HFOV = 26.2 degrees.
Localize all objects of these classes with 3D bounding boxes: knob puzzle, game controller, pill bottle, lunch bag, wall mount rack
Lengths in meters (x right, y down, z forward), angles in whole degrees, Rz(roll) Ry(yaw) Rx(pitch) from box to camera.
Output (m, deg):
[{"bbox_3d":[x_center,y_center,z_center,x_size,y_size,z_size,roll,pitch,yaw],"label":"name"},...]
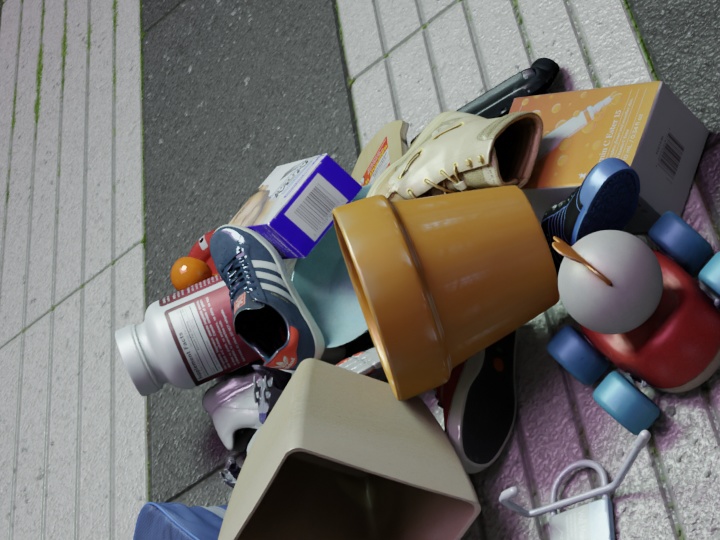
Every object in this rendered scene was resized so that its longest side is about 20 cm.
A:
[{"bbox_3d":[0.017,-0.096,1.888,0.220,0.030,0.220,-59,17,30],"label":"knob puzzle"},{"bbox_3d":[0.145,-0.186,1.824,0.200,0.042,0.104,-29,5,28],"label":"game controller"},{"bbox_3d":[-0.182,0.071,1.831,0.200,0.113,0.113,-23,39,-2],"label":"pill bottle"},{"bbox_3d":[-0.160,0.332,1.670,0.200,0.132,0.136,25,103,55],"label":"lunch bag"},{"bbox_3d":[0.207,0.237,1.392,0.174,0.075,0.200,-27,44,31],"label":"wall mount rack"}]

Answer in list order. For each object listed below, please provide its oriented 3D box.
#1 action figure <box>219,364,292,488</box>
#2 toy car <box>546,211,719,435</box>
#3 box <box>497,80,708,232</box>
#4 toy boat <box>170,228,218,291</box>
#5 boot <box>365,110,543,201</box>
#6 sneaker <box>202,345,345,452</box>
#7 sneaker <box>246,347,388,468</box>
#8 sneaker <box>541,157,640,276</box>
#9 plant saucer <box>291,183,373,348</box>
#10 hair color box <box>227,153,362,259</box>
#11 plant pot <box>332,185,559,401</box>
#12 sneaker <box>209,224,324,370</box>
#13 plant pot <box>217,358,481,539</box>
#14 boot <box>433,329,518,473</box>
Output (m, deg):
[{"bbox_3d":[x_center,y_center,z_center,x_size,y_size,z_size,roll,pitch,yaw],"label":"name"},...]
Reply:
[{"bbox_3d":[-0.095,0.211,1.736,0.130,0.069,0.200,2,75,28],"label":"action figure"},{"bbox_3d":[0.236,0.014,1.440,0.184,0.200,0.177,-48,36,6],"label":"toy car"},{"bbox_3d":[0.243,-0.114,1.626,0.200,0.097,0.125,-1,60,48],"label":"box"},{"bbox_3d":[-0.185,0.023,1.956,0.130,0.131,0.200,-36,39,21],"label":"toy boat"},{"bbox_3d":[0.094,-0.088,1.617,0.200,0.073,0.155,-51,27,-19],"label":"boot"},{"bbox_3d":[-0.093,0.144,1.822,0.200,0.074,0.087,-34,61,23],"label":"sneaker"},{"bbox_3d":[-0.025,0.159,1.671,0.200,0.082,0.077,-37,11,-1],"label":"sneaker"},{"bbox_3d":[0.217,-0.050,1.535,0.070,0.200,0.078,-17,55,-23],"label":"sneaker"},{"bbox_3d":[0.000,0.000,1.752,0.201,0.039,0.201,-29,47,37],"label":"plant saucer"},{"bbox_3d":[-0.082,-0.072,1.814,0.109,0.065,0.200,-51,13,-13],"label":"hair color box"},{"bbox_3d":[0.090,0.005,1.525,0.183,0.200,0.200,-19,40,-3],"label":"plant pot"},{"bbox_3d":[-0.121,0.028,1.722,0.200,0.084,0.075,52,120,23],"label":"sneaker"},{"bbox_3d":[-0.019,0.207,1.537,0.200,0.200,0.177,-59,20,32],"label":"plant pot"},{"bbox_3d":[0.091,0.130,1.624,0.144,0.072,0.200,-25,44,44],"label":"boot"}]
